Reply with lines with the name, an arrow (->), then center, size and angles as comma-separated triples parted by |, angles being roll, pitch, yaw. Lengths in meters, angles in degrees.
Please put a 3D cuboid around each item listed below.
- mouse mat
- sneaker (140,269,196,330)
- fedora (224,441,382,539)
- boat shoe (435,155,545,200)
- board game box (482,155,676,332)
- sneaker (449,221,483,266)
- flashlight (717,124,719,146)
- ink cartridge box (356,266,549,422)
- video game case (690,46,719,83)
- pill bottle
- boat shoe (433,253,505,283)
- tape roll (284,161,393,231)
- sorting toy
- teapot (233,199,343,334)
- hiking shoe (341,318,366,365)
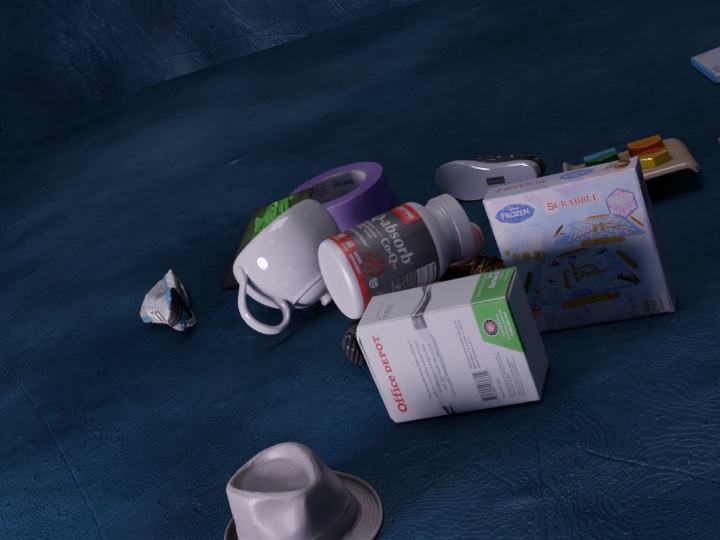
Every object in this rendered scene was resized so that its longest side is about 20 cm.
mouse mat -> -0.166, -0.058, 2.087 | 0.159, 0.008, 0.202 | -18, 39, 36
sneaker -> -0.338, 0.069, 2.009 | 0.086, 0.075, 0.200 | -34, 18, -1
fedora -> -0.079, 0.258, 1.310 | 0.176, 0.091, 0.199 | -35, 26, -27
boat shoe -> 0.226, -0.169, 2.004 | 0.197, 0.071, 0.066 | -5, 20, 35
board game box -> 0.278, -0.027, 1.471 | 0.197, 0.202, 0.041 | -10, 24, 25
sneaker -> 0.096, 0.001, 1.741 | 0.198, 0.076, 0.105 | -23, 22, 10
flashlight -> 0.612, -0.190, 1.696 | 0.067, 0.069, 0.199 | -27, 22, -20
ink cartridge box -> 0.113, 0.092, 1.426 | 0.197, 0.148, 0.084 | -11, 25, 23
video game case -> 0.718, -0.399, 2.122 | 0.197, 0.018, 0.144 | -20, 22, 6
pill bottle -> 0.050, -0.024, 1.609 | 0.198, 0.117, 0.116 | -25, 23, -18
boat shoe -> 0.177, 0.014, 1.642 | 0.197, 0.068, 0.072 | -12, 25, 24
tape roll -> -0.041, -0.126, 2.153 | 0.197, 0.066, 0.201 | -18, 23, 8
sorting toy -> 0.415, -0.167, 1.812 | 0.197, 0.037, 0.185 | -11, 16, 11
teapot -> -0.098, -0.003, 1.849 | 0.200, 0.147, 0.197 | -41, -5, 8
hiking shoe -> 0.067, 0.058, 1.636 | 0.197, 0.077, 0.101 | -18, 26, 12
